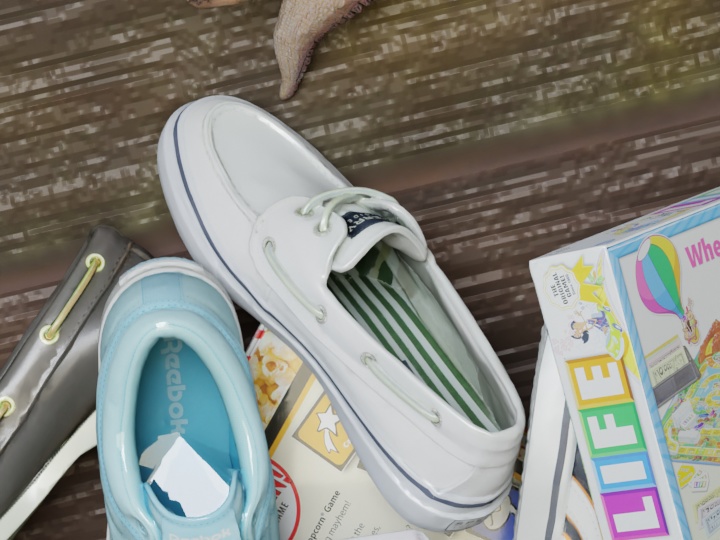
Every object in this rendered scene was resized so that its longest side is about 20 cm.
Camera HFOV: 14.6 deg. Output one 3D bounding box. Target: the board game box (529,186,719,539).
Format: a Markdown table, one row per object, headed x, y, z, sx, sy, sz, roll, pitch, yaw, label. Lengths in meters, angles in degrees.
| x | y | z | sx | sy | sz | roll | pitch | yaw | label |
| --- | --- | --- | --- | --- | --- | --- | --- | --- | --- |
| 0.147 | 0.036 | 1.010 | 0.034 | 0.200 | 0.135 | -11 | 95 | 41 | board game box |

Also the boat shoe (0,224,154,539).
| x | y | z | sx | sy | sz | roll | pitch | yaw | label |
| --- | --- | --- | --- | --- | --- | --- | --- | --- | --- |
| -0.144 | 0.071 | 1.075 | 0.061 | 0.072 | 0.201 | 43 | 86 | -5 | boat shoe |

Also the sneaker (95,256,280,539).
| x | y | z | sx | sy | sz | roll | pitch | yaw | label |
| --- | --- | --- | --- | --- | --- | --- | --- | --- | --- |
| -0.062 | 0.100 | 1.015 | 0.074 | 0.082 | 0.201 | -13 | 101 | 2 | sneaker |

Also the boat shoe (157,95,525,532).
| x | y | z | sx | sy | sz | roll | pitch | yaw | label |
| --- | --- | --- | --- | --- | --- | --- | --- | --- | --- |
| 0.000 | 0.000 | 1.034 | 0.073 | 0.067 | 0.200 | -25 | 67 | -37 | boat shoe |

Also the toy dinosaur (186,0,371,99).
| x | y | z | sx | sy | sz | roll | pitch | yaw | label |
| --- | --- | --- | --- | --- | --- | --- | --- | --- | --- |
| -0.008 | -0.164 | 1.048 | 0.135 | 0.086 | 0.201 | -9 | 100 | -5 | toy dinosaur |

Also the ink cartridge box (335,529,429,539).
| x | y | z | sx | sy | sz | roll | pitch | yaw | label |
| --- | --- | --- | --- | --- | --- | --- | --- | --- | --- |
| -0.069 | 0.181 | 1.000 | 0.199 | 0.057 | 0.163 | -4 | 122 | -11 | ink cartridge box |

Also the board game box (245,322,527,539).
| x | y | z | sx | sy | sz | roll | pitch | yaw | label |
| --- | --- | --- | --- | --- | --- | --- | --- | --- | --- |
| 0.018 | 0.122 | 1.085 | 0.200 | 0.046 | 0.152 | 30 | 95 | -1 | board game box |

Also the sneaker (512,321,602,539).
| x | y | z | sx | sy | sz | roll | pitch | yaw | label |
| --- | --- | --- | --- | --- | --- | --- | --- | --- | --- |
| 0.092 | 0.099 | 1.020 | 0.079 | 0.078 | 0.201 | 7 | 103 | 4 | sneaker |
